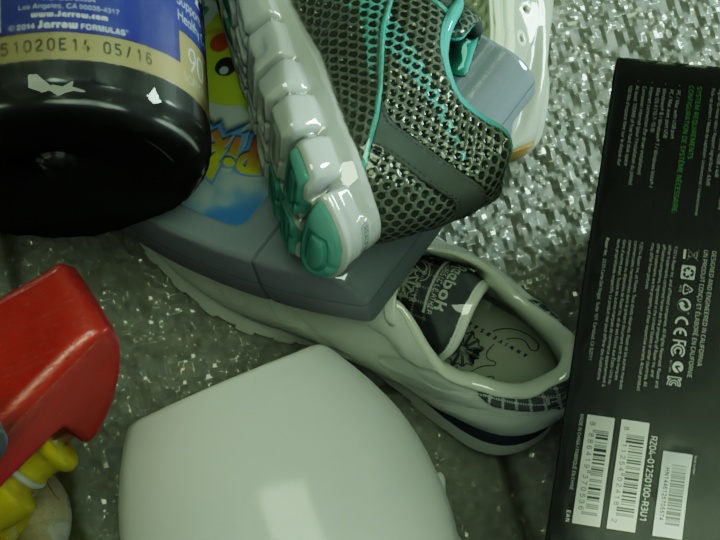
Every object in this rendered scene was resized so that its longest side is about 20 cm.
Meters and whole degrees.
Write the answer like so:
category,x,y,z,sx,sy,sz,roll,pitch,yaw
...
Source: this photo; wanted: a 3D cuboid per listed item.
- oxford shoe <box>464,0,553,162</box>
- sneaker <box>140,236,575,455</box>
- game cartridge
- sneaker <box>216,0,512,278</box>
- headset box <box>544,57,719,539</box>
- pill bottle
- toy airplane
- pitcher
category,x,y,z,sx,sy,sz,roll,pitch,yaw
oxford shoe,0.055,-0.130,0.860,0.058,0.075,0.202,32,57,-45
sneaker,0.000,0.000,0.805,0.199,0.081,0.077,26,78,3
game cartridge,-0.048,-0.067,0.797,0.199,0.041,0.134,29,75,26
sneaker,-0.002,-0.090,0.748,0.090,0.078,0.201,-11,62,-11
headset box,0.130,0.042,0.758,0.092,0.200,0.176,8,74,11
pill bottle,-0.114,-0.124,0.749,0.111,0.112,0.202,-1,67,-8
toy airplane,-0.165,0.100,0.741,0.198,0.141,0.202,-1,82,33
pitcher,0.006,0.128,0.767,0.171,0.121,0.202,-21,86,-38
